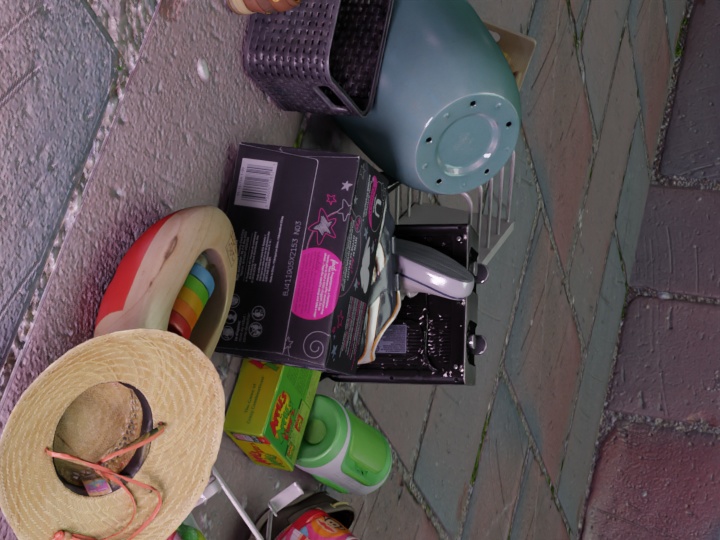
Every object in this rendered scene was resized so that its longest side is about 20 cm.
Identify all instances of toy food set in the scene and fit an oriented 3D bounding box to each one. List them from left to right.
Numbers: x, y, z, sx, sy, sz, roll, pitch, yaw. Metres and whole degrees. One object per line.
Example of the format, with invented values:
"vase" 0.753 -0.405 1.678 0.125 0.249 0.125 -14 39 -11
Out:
"toy food set" 0.133 -0.245 1.753 0.061 0.142 0.201 106 6 -55

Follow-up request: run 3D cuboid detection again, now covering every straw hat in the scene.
"straw hat" -0.204 0.120 1.057 0.199 0.085 0.203 -17 121 -30

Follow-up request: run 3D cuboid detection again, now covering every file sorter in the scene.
"file sorter" 0.104 -0.084 1.736 0.200 0.137 0.126 -46 143 -58

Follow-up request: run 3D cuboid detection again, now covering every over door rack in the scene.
"over door rack" -0.127 0.179 1.224 0.149 0.066 0.200 57 10 -2

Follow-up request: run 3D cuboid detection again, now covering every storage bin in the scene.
"storage bin" -0.035 -0.267 1.388 0.135 0.093 0.202 39 61 -66

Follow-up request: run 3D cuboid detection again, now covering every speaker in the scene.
"speaker" -0.026 0.200 1.576 0.200 0.087 0.089 46 54 -64

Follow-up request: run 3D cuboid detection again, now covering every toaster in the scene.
"toaster" 0.044 0.044 1.588 0.119 0.197 0.183 23 67 -71

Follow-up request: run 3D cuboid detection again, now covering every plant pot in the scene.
"plant pot" 0.081 -0.177 1.496 0.161 0.199 0.202 56 -13 44

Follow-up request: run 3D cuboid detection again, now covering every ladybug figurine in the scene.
"ladybug figurine" -0.164 0.026 1.165 0.137 0.071 0.201 77 28 -44

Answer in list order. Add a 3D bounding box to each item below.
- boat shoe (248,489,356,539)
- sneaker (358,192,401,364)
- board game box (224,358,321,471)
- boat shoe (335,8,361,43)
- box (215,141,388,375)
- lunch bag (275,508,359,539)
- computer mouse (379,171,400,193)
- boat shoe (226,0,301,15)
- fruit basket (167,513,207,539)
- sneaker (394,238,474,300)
"boat shoe" -0.066 0.295 1.533 0.200 0.059 0.073 -20 116 -67
"sneaker" 0.000 0.000 1.439 0.079 0.078 0.202 15 89 -44
"board game box" -0.078 0.094 1.451 0.102 0.047 0.202 59 42 -57
"boat shoe" 0.026 -0.235 1.588 0.201 0.071 0.071 57 44 -60
"box" -0.061 -0.009 1.346 0.115 0.131 0.203 30 69 -71
"lunch bag" -0.065 0.364 1.448 0.200 0.082 0.177 -47 145 -18
"computer mouse" 0.048 -0.096 1.590 0.198 0.059 0.034 -11 83 -26
"boat shoe" -0.097 -0.318 1.239 0.201 0.067 0.072 76 29 -43
"fruit basket" -0.162 0.268 1.201 0.186 0.093 0.202 -80 157 -54
"sneaker" 0.030 0.005 1.505 0.073 0.198 0.072 -19 124 -58
